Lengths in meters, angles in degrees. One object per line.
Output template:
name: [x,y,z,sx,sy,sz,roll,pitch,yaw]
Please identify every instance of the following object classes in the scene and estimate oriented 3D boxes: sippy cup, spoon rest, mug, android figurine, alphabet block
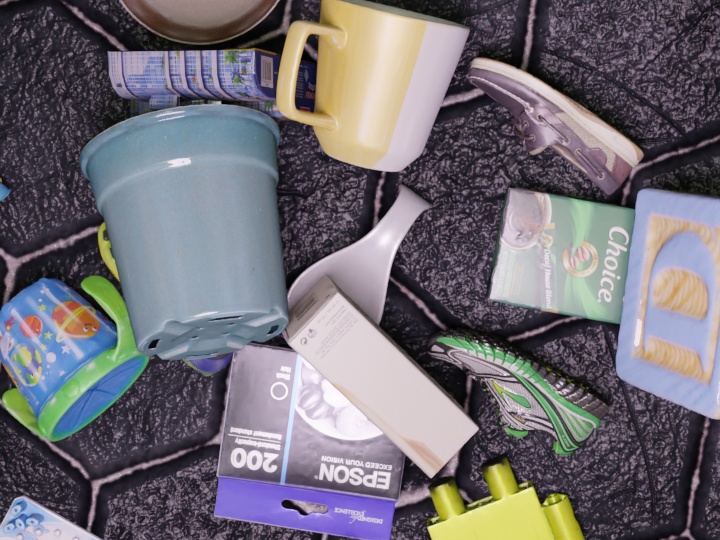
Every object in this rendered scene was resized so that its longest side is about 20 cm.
sippy cup: [-0.309,0.083,1.380,0.178,0.140,0.130,-43,80,-4]
spoon rest: [0.000,0.000,1.376,0.099,0.061,0.201,35,88,0]
mug: [0.002,-0.186,1.331,0.185,0.149,0.154,10,104,-13]
android figurine: [0.148,0.304,1.417,0.181,0.041,0.201,-20,92,4]
alphabet block: [0.384,0.032,1.280,0.198,0.195,0.198,5,97,-19]

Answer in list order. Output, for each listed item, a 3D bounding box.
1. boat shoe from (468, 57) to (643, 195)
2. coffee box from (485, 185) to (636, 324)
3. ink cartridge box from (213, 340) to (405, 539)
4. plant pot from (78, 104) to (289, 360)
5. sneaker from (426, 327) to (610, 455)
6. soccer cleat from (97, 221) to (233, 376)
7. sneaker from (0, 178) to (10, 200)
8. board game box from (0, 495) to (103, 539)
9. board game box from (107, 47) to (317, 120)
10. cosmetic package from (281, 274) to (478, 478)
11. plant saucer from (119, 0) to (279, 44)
boat shoe: [0.190,-0.146,1.361,0.199,0.072,0.065,30,91,-6]
coffee box: [0.238,-0.012,1.382,0.198,0.044,0.124,11,94,1]
ink cartridge box: [-0.050,0.182,1.414,0.196,0.043,0.202,8,96,1]
plant pot: [-0.156,-0.028,1.293,0.199,0.200,0.198,-14,73,4]
sneaker: [0.154,0.124,1.381,0.199,0.078,0.086,30,96,-1]
soccer cleat: [-0.209,0.031,1.398,0.065,0.084,0.200,-36,76,-33]
sneaker: [-0.431,-0.120,1.389,0.129,0.080,0.202,-3,104,5]
board game box: [-0.333,0.378,1.452,0.199,0.026,0.201,29,95,0]
board game box: [-0.162,-0.182,1.333,0.198,0.200,0.062,1,94,17]
cosmetic package: [0.016,0.103,1.324,0.071,0.105,0.200,-45,102,1]
plant saucer: [-0.164,-0.333,1.380,0.198,0.032,0.202,0,95,2]
